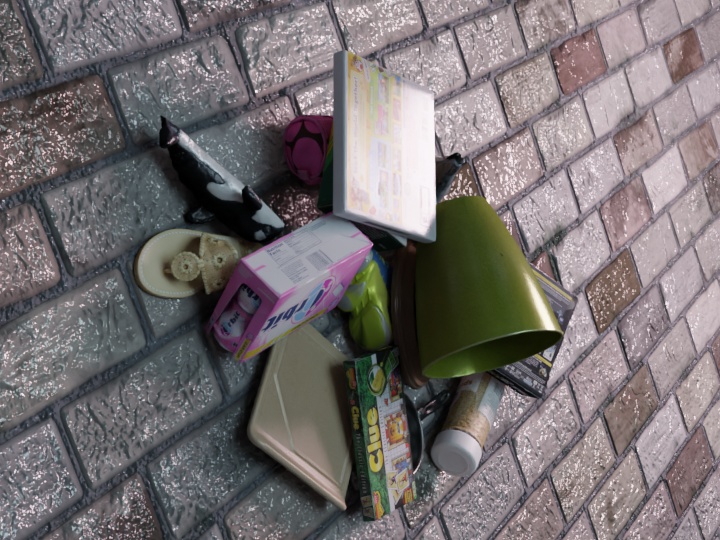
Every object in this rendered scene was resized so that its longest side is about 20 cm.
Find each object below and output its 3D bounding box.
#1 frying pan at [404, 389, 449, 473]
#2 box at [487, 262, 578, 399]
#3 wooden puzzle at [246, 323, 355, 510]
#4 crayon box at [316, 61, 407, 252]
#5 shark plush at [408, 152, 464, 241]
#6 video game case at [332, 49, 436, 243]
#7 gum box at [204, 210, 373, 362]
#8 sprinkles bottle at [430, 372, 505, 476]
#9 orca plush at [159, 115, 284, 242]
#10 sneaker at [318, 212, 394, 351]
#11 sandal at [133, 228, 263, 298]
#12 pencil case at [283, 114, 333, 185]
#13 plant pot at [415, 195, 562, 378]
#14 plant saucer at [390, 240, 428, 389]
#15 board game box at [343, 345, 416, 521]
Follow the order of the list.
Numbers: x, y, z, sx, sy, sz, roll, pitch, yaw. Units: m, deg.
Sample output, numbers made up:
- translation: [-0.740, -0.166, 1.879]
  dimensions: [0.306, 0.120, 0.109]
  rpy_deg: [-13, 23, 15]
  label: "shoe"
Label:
- translation: [0.059, 0.192, 1.735]
  dimensions: [0.115, 0.031, 0.191]
  rpy_deg: [58, 37, -28]
  label: "frying pan"
- translation: [0.208, 0.067, 1.821]
  dimensions: [0.199, 0.049, 0.163]
  rpy_deg: [32, 76, -36]
  label: "box"
- translation: [-0.063, 0.166, 1.577]
  dimensions: [0.185, 0.037, 0.202]
  rpy_deg: [44, 43, -37]
  label: "wooden puzzle"
- translation: [0.017, -0.141, 1.627]
  dimensions: [0.125, 0.051, 0.202]
  rpy_deg: [35, 56, -42]
  label: "crayon box"
- translation: [0.108, -0.107, 1.766]
  dimensions: [0.090, 0.200, 0.084]
  rpy_deg: [17, 67, -25]
  label: "shark plush"
- translation: [0.031, -0.148, 1.588]
  dimensions: [0.181, 0.023, 0.203]
  rpy_deg: [15, 71, -49]
  label: "video game case"
- translation: [-0.084, 0.018, 1.500]
  dimensions: [0.066, 0.114, 0.199]
  rpy_deg: [43, 38, 14]
  label: "gum box"
- translation: [0.161, 0.197, 1.842]
  dimensions: [0.069, 0.068, 0.201]
  rpy_deg: [56, 40, -26]
  label: "sprinkles bottle"
- translation: [-0.172, -0.083, 1.470]
  dimensions: [0.071, 0.105, 0.200]
  rpy_deg: [-52, 139, -7]
  label: "orca plush"
- translation: [0.000, 0.000, 1.691]
  dimensions: [0.105, 0.075, 0.202]
  rpy_deg: [-49, 126, -62]
  label: "sneaker"
- translation: [-0.158, -0.014, 1.467]
  dimensions: [0.211, 0.069, 0.079]
  rpy_deg: [-2, 81, -54]
  label: "sandal"
- translation: [-0.017, -0.154, 1.697]
  dimensions: [0.199, 0.090, 0.095]
  rpy_deg: [-4, 110, -52]
  label: "pencil case"
- translation: [0.143, 0.014, 1.667]
  dimensions: [0.186, 0.186, 0.202]
  rpy_deg: [7, 63, -53]
  label: "plant pot"
- translation: [0.080, 0.059, 1.752]
  dimensions: [0.200, 0.029, 0.203]
  rpy_deg: [-4, 90, -73]
  label: "plant saucer"
- translation: [0.026, 0.203, 1.632]
  dimensions: [0.104, 0.023, 0.203]
  rpy_deg: [-14, 99, -53]
  label: "board game box"
